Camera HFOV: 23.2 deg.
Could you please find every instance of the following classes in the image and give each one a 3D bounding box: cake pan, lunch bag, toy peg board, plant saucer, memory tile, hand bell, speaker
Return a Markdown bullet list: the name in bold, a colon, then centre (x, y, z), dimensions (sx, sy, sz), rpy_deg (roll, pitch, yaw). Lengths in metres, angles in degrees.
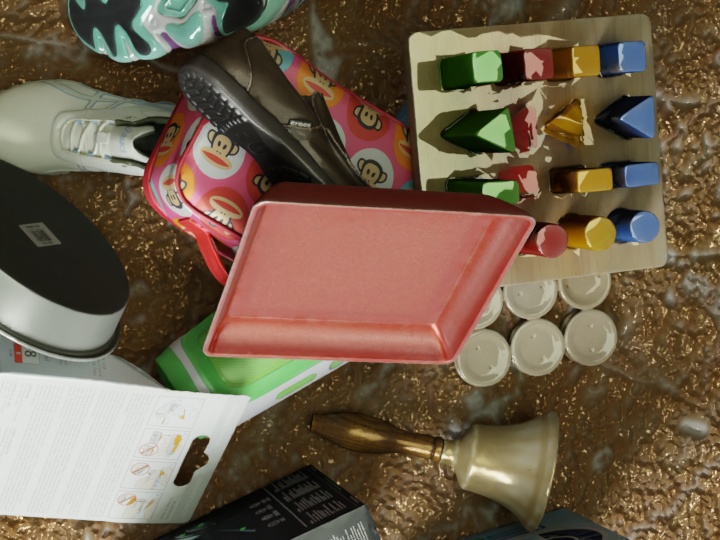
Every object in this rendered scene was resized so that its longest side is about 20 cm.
- **cake pan**: centre (-0.250, -0.016, 1.298), dimensions (0.200, 0.200, 0.037), rpy_deg (37, 109, -14)
- **lunch bag**: centre (-0.058, -0.062, 1.326), dimensions (0.200, 0.082, 0.176), rpy_deg (33, 71, -26)
- **toy peg board**: centre (0.147, -0.089, 1.322), dimensions (0.199, 0.098, 0.200), rpy_deg (-6, 96, -14)
- **plant saucer**: centre (0.000, 0.000, 1.255), dimensions (0.199, 0.200, 0.037), rpy_deg (3, 55, -16)
- **memory tile**: centre (0.139, -0.007, 1.498), dimensions (0.153, 0.017, 0.200), rpy_deg (-11, 96, -15)
- **hand bell**: centre (0.056, 0.149, 1.462), dimensions (0.200, 0.104, 0.104), rpy_deg (11, 90, -4)
- **speaker**: centre (-0.061, 0.054, 1.412), dimensions (0.200, 0.088, 0.089), rpy_deg (-30, 101, -12)

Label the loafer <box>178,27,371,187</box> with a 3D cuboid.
- **loafer**: centre (-0.038, -0.096, 1.251), dimensions (0.200, 0.073, 0.071), rpy_deg (46, 68, -25)

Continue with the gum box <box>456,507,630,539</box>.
- **gum box**: centre (0.130, 0.251, 1.416), dimensions (0.170, 0.200, 0.045), rpy_deg (-14, 97, -14)

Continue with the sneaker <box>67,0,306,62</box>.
- **sneaker**: centre (-0.119, -0.215, 1.379), dimensions (0.140, 0.200, 0.078), rpy_deg (-31, 118, -57)

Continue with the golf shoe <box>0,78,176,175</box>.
- **golf shoe**: centre (-0.200, -0.108, 1.358), dimensions (0.200, 0.097, 0.078), rpy_deg (2, 94, -14)

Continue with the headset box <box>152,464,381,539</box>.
- **headset box**: centre (-0.090, 0.247, 1.369), dimensions (0.200, 0.174, 0.093), rpy_deg (-24, 100, -14)

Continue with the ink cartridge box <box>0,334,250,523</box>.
- **ink cartridge box**: centre (-0.206, 0.125, 1.357), dimensions (0.200, 0.050, 0.162), rpy_deg (6, 132, -26)

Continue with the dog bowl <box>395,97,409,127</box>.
- **dog bowl**: centre (0.107, -0.076, 1.425), dimensions (0.200, 0.111, 0.050), rpy_deg (40, 96, -14)
